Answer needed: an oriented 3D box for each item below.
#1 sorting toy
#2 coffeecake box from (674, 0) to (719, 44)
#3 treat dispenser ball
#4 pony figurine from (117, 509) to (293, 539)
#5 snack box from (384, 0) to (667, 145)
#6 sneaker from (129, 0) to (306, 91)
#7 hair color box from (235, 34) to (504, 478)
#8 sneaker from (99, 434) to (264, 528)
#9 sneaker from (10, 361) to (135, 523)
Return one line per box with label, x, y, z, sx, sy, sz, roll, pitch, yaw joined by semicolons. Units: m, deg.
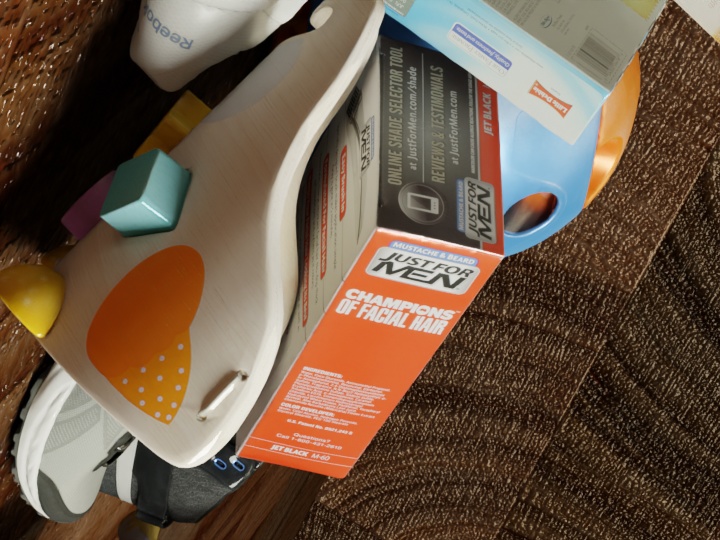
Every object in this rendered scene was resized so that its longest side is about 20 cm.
sorting toy;-0.047;-0.036;0.691;0.181;0.107;0.200;-53;-177;3
coffeecake box;0.167;-0.206;0.752;0.073;0.200;0.154;-10;143;-53
treat dispenser ball;0.050;-0.104;0.921;0.202;0.200;0.201;-60;174;-10
pony figurine;-0.140;0.203;0.947;0.193;0.167;0.200;-34;-170;-25
snack box;0.091;-0.150;0.808;0.037;0.116;0.200;-55;178;41
sneaker;-0.038;-0.141;0.716;0.087;0.074;0.200;-51;175;37
hair color box;0.000;0.000;0.808;0.200;0.063;0.112;121;-24;-50
sneaker;-0.084;0.051;0.925;0.201;0.111;0.073;-65;174;31
sneaker;-0.116;0.057;0.849;0.201;0.079;0.074;-64;176;33
